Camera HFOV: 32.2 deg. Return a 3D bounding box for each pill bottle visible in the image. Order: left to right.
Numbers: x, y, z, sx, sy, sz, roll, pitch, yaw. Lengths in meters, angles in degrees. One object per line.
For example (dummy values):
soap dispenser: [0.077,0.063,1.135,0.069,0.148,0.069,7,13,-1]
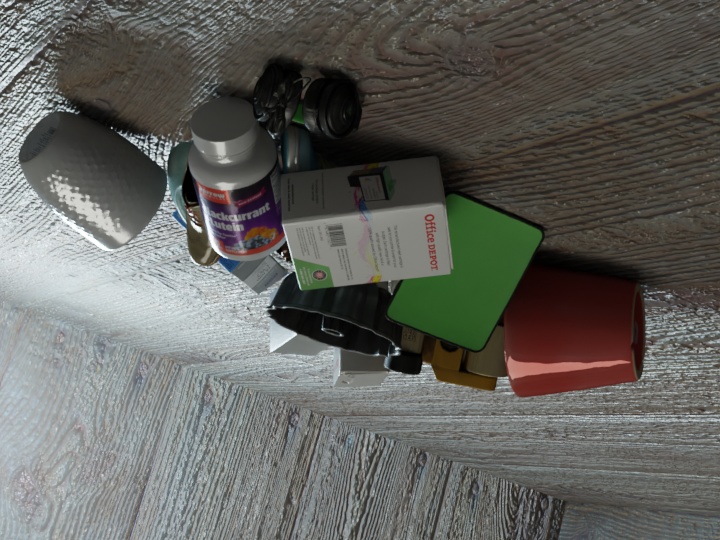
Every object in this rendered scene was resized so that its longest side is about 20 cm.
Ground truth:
pill bottle: [-0.155,-0.116,1.570,0.111,0.112,0.200,11,141,17]

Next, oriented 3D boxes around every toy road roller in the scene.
toy road roller: [0.133,0.095,1.883,0.199,0.123,0.146,12,-172,6]

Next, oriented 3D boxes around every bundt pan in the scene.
bundt pan: [-0.028,0.053,1.749,0.201,0.076,0.202,15,165,4]

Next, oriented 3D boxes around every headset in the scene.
headset: [-0.067,-0.175,1.384,0.123,0.094,0.200,13,176,7]

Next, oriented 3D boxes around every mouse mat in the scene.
mouse mat: [0.140,0.005,1.675,0.161,0.200,0.008,21,-165,-19]

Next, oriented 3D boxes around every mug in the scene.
mug: [-0.394,-0.147,1.773,0.175,0.148,0.200,40,-177,-36]

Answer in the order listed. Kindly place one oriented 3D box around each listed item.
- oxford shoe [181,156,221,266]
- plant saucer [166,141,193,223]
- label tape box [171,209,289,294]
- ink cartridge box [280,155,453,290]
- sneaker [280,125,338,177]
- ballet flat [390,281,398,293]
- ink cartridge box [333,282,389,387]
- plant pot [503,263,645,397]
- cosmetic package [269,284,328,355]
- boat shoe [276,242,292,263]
oxford shoe: [-0.218,-0.088,1.679,0.070,0.200,0.075,20,-148,22]
plant saucer: [-0.209,-0.088,1.768,0.201,0.039,0.201,29,145,22]
label tape box: [-0.198,-0.034,1.971,0.143,0.066,0.200,42,176,21]
ink cartridge box: [0.010,-0.058,1.564,0.199,0.084,0.145,-7,143,4]
sneaker: [-0.034,-0.121,1.616,0.130,0.080,0.200,-8,146,-1]
ballet flat: [0.072,0.010,1.982,0.069,0.070,0.200,13,165,10]
ink cartridge box: [-0.001,0.081,2.021,0.083,0.201,0.147,1,166,-5]
plant pot: [0.313,0.086,1.794,0.177,0.201,0.200,0,161,21]
cosmetic package: [-0.077,0.063,1.947,0.090,0.107,0.200,5,162,-22]
boat shoe: [-0.096,-0.046,1.852,0.070,0.071,0.200,-3,-177,-8]
